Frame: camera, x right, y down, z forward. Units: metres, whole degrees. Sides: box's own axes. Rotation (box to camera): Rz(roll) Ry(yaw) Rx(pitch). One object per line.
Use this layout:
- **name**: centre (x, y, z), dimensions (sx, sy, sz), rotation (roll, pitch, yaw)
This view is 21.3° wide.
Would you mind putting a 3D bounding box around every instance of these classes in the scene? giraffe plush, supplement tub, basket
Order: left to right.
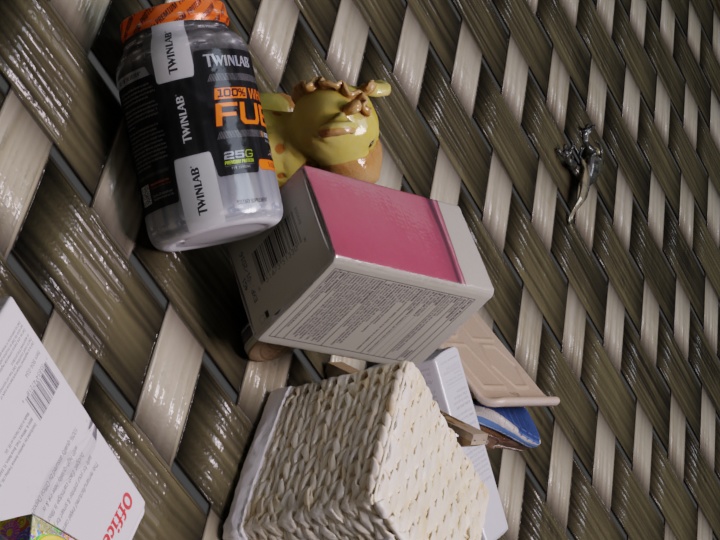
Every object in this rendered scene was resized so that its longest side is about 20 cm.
- **supplement tub**: centre (-0.144, -0.126, 1.667), dimensions (0.122, 0.121, 0.202), rotation (-2, 78, -64)
- **giraffe plush**: centre (-0.046, -0.121, 1.818), dimensions (0.200, 0.161, 0.174), rotation (50, 35, -43)
- **basket**: centre (0.004, 0.221, 1.741), dimensions (0.199, 0.159, 0.201), rotation (59, 28, -29)

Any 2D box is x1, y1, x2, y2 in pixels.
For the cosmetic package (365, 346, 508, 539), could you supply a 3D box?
- **cosmetic package**: centre (0.072, 0.189, 1.968), dimensions (0.074, 0.101, 0.202), rotation (-22, 98, -65)

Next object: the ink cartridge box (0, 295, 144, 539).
- **ink cartridge box**: centre (-0.250, 0.145, 1.339), dimensions (0.201, 0.083, 0.146), rotation (61, 29, -26)

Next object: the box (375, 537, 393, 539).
- **box**: centre (-0.045, 0.344, 1.519), dimensions (0.131, 0.198, 0.200), rotation (57, 30, -31)

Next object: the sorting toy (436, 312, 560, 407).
- **sorting toy**: centre (0.114, 0.085, 2.092), dimensions (0.200, 0.037, 0.185), rotation (46, 16, 21)

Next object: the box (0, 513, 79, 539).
- **box**: centre (-0.246, 0.273, 1.141), dimensions (0.122, 0.198, 0.194), rotation (43, 39, -47)

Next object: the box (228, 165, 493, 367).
- **box**: centre (0.000, 0.000, 1.747), dimensions (0.199, 0.128, 0.110), rotation (12, 45, -41)

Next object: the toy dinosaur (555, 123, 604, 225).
- **toy dinosaur**: centre (0.318, -0.153, 2.739), dimensions (0.200, 0.047, 0.089), rotation (-59, 135, -53)

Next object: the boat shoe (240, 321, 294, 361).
- **boat shoe**: centre (-0.058, 0.031, 1.831), dimensions (0.065, 0.072, 0.199), rotation (52, 36, 9)

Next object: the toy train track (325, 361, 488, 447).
- **toy train track**: centre (0.040, 0.137, 1.855), dimensions (0.114, 0.199, 0.033), rotation (3, 105, -48)

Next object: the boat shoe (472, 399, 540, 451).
- **boat shoe**: centre (0.123, 0.162, 2.115), dimensions (0.199, 0.072, 0.073), rotation (30, 29, -44)
